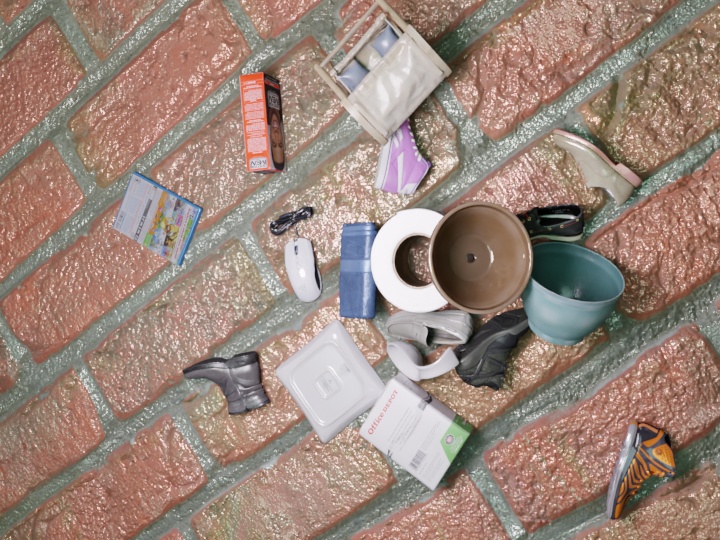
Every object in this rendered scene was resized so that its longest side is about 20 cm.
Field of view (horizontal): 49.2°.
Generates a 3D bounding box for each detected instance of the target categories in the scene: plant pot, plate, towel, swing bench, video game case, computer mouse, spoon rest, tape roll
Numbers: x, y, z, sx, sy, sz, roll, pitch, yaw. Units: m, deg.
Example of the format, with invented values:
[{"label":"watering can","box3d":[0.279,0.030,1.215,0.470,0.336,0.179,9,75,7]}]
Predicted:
[{"label":"plant pot","box3d":[0.395,0.057,1.521,0.195,0.201,0.137,17,124,14]},{"label":"plate","box3d":[-0.069,0.247,1.736,0.199,0.032,0.201,-39,82,14]},{"label":"towel","box3d":[0.000,0.000,1.671,0.110,0.048,0.206,4,92,55]},{"label":"swing bench","box3d":[0.043,-0.400,1.576,0.199,0.129,0.201,-45,48,12]},{"label":"video game case","box3d":[-0.476,-0.122,1.843,0.197,0.018,0.146,28,99,14]},{"label":"computer mouse","box3d":[-0.134,-0.031,1.734,0.107,0.044,0.206,-15,89,15]},{"label":"spoon rest","box3d":[0.117,0.188,1.614,0.060,0.198,0.101,-41,106,-27]},{"label":"tape roll","box3d":[0.131,-0.022,1.607,0.197,0.139,0.209,1,92,16]},{"label":"plant pot","box3d":[0.215,-0.023,1.468,0.195,0.093,0.207,0,89,-6]}]

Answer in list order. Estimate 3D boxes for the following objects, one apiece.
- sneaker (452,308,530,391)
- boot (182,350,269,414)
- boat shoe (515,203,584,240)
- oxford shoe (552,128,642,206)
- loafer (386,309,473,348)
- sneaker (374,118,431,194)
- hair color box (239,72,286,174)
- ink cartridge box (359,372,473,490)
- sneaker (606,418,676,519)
[{"label":"sneaker","box3d":[0.283,0.166,1.611,0.198,0.076,0.116,-37,117,-8]},{"label":"boot","box3d":[-0.310,0.266,1.791,0.195,0.070,0.135,-10,95,21]},{"label":"boat shoe","box3d":[0.345,-0.097,1.566,0.195,0.075,0.064,-2,132,12]},{"label":"oxford shoe","box3d":[0.450,-0.204,1.540,0.198,0.071,0.075,37,105,12]},{"label":"loafer","box3d":[0.138,0.123,1.630,0.196,0.071,0.071,-5,135,32]},{"label":"sneaker","box3d":[0.100,-0.261,1.651,0.111,0.073,0.206,11,91,-4]},{"label":"hair color box","box3d":[-0.211,-0.317,1.712,0.059,0.101,0.206,-3,93,16]},{"label":"ink cartridge box","box3d":[0.117,0.335,1.657,0.198,0.084,0.148,35,102,12]},{"label":"sneaker","box3d":[0.553,0.403,1.537,0.109,0.077,0.205,17,97,16]}]
